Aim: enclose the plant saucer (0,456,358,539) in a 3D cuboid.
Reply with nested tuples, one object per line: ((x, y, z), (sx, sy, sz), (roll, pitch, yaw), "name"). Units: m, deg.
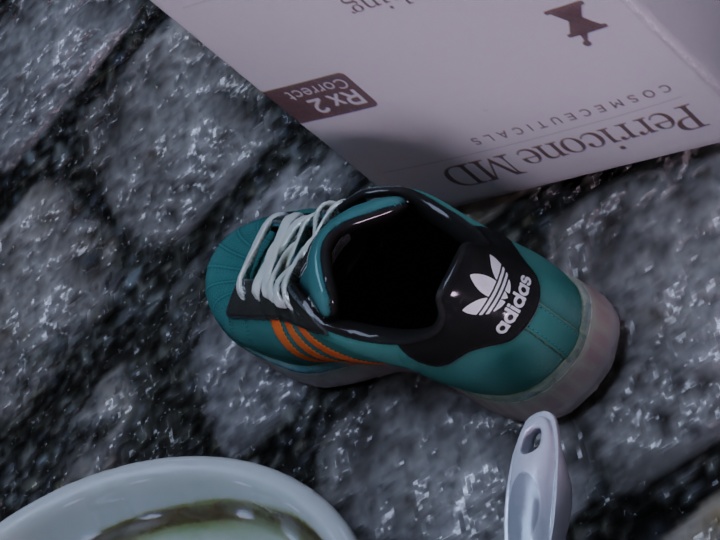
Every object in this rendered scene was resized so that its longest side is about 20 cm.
((-0.080, 0.155, 0.935), (0.200, 0.050, 0.200), (-16, 41, 15), "plant saucer")

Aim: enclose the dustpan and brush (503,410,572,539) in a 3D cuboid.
((0.055, 0.141, 0.820), (0.139, 0.057, 0.200), (-16, 51, 39), "dustpan and brush")

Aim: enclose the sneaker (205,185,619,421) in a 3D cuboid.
((0.000, 0.000, 0.972), (0.200, 0.080, 0.072), (9, 68, 50), "sneaker")

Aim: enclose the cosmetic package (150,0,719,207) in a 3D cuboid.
((0.035, -0.149, 0.955), (0.165, 0.200, 0.165), (-13, 51, 41), "cosmetic package")
